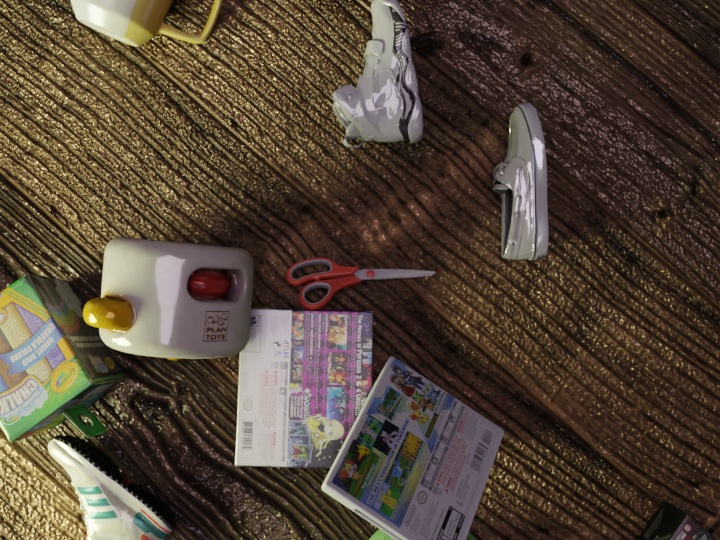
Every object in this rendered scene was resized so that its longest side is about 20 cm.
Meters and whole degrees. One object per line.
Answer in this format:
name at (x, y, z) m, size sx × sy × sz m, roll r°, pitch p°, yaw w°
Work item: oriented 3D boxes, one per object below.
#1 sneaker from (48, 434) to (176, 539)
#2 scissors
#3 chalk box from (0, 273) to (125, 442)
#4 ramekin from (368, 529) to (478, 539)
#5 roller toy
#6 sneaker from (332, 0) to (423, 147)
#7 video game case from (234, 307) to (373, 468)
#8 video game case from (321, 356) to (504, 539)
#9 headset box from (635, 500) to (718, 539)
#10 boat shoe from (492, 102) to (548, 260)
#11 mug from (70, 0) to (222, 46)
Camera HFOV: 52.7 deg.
sneaker at (-0.335, 0.298, 0.925) m, size 0.198 × 0.070 × 0.094 m, roll 38°, pitch 81°, yaw 0°
scissors at (0.000, 0.000, 0.969) m, size 0.195 × 0.014 × 0.074 m, roll -16°, pitch 59°, yaw -12°
chalk box at (-0.390, 0.126, 0.913) m, size 0.122 × 0.124 × 0.203 m, roll -32°, pitch 85°, yaw -2°
ramekin at (0.082, 0.417, 0.899) m, size 0.194 × 0.098 × 0.206 m, roll 0°, pitch 86°, yaw 0°
roller toy at (-0.222, 0.038, 0.882) m, size 0.177 × 0.200 × 0.144 m, roll 5°, pitch 91°, yaw -1°
sneaker at (0.013, -0.261, 0.959) m, size 0.112 × 0.075 × 0.206 m, roll -11°, pitch 89°, yaw -3°
video game case at (-0.072, 0.153, 0.951) m, size 0.176 × 0.036 × 0.206 m, roll 1°, pitch 86°, yaw 1°
video game case at (0.071, 0.231, 0.896) m, size 0.180 × 0.022 × 0.202 m, roll 32°, pitch 52°, yaw 1°
headset box at (0.426, 0.420, 0.907) m, size 0.199 × 0.077 × 0.150 m, roll 41°, pitch 87°, yaw 5°
boat shoe at (0.204, -0.116, 0.949) m, size 0.063 × 0.074 × 0.206 m, roll -4°, pitch 85°, yaw -4°
mug at (-0.287, -0.376, 0.942) m, size 0.183 × 0.149 × 0.157 m, roll 23°, pitch 94°, yaw 9°
